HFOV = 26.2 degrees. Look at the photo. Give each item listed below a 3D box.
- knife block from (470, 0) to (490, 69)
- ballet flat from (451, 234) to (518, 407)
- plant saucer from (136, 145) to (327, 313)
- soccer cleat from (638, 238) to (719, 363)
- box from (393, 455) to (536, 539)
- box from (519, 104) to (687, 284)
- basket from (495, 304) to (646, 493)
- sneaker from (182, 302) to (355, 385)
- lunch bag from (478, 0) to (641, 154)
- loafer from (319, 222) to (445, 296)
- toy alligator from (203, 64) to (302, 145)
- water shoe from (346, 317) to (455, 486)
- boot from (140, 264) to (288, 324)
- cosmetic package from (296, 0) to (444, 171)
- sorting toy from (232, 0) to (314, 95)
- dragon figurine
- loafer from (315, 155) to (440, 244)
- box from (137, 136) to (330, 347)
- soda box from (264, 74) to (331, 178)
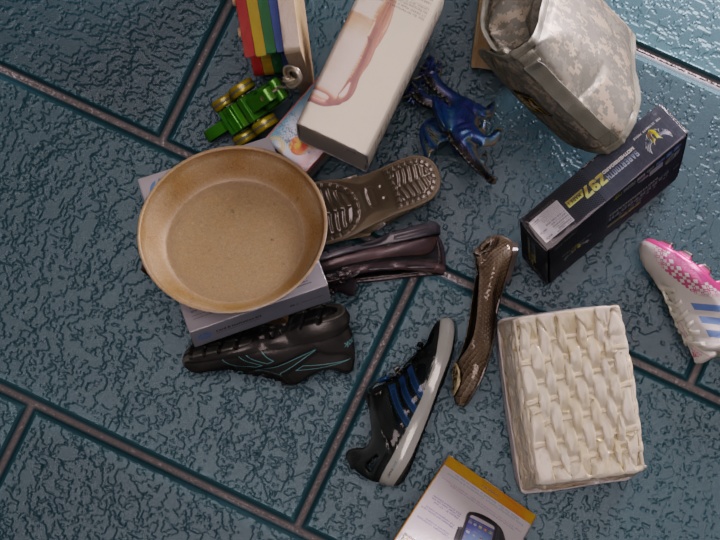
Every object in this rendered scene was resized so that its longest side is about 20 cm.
[{"bbox_3d":[0.168,-0.336,1.724,0.064,0.176,0.200,8,83,3],"label":"knife block"},{"bbox_3d":[0.129,0.054,1.729,0.046,0.067,0.200,18,79,-10],"label":"ballet flat"},{"bbox_3d":[-0.133,-0.038,1.629,0.200,0.035,0.200,-1,63,3],"label":"plant saucer"},{"bbox_3d":[0.377,0.049,1.723,0.200,0.070,0.086,40,85,5],"label":"soccer cleat"},{"bbox_3d":[0.099,0.297,1.652,0.119,0.041,0.200,35,41,6],"label":"box"},{"bbox_3d":[0.265,-0.079,1.697,0.200,0.158,0.051,-39,76,-4],"label":"box"},{"bbox_3d":[0.228,0.137,1.689,0.136,0.123,0.200,-8,82,0],"label":"basket"},{"bbox_3d":[-0.101,0.097,1.728,0.200,0.075,0.079,-11,114,15],"label":"sneaker"},{"bbox_3d":[0.211,-0.226,1.649,0.118,0.200,0.164,-34,118,28],"label":"lunch bag"},{"bbox_3d":[0.000,0.000,1.742,0.200,0.072,0.063,-17,87,-4],"label":"loafer"},{"bbox_3d":[-0.108,-0.191,1.732,0.054,0.200,0.059,-36,96,-40],"label":"toy alligator"},{"bbox_3d":[0.044,0.138,1.720,0.079,0.072,0.200,21,83,6],"label":"water shoe"},{"bbox_3d":[-0.135,-0.033,1.730,0.200,0.077,0.155,21,76,33],"label":"boot"},{"bbox_3d":[0.011,-0.220,1.681,0.087,0.103,0.200,25,83,1],"label":"cosmetic package"},{"bbox_3d":[-0.103,-0.309,1.715,0.070,0.200,0.199,-8,83,2],"label":"sorting toy"},{"bbox_3d":[0.101,-0.158,1.730,0.099,0.059,0.200,12,44,-14],"label":"dragon figurine"},{"bbox_3d":[0.002,-0.073,1.752,0.200,0.068,0.076,-15,80,16],"label":"loafer"},{"bbox_3d":[-0.137,-0.034,1.670,0.156,0.041,0.200,-18,62,-6],"label":"box"},{"bbox_3d":[-0.021,-0.197,1.765,0.064,0.068,0.200,41,85,6],"label":"soda box"}]
